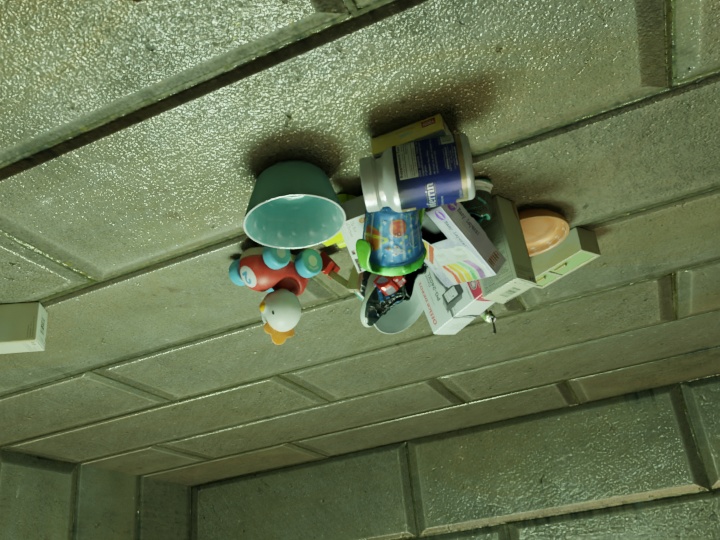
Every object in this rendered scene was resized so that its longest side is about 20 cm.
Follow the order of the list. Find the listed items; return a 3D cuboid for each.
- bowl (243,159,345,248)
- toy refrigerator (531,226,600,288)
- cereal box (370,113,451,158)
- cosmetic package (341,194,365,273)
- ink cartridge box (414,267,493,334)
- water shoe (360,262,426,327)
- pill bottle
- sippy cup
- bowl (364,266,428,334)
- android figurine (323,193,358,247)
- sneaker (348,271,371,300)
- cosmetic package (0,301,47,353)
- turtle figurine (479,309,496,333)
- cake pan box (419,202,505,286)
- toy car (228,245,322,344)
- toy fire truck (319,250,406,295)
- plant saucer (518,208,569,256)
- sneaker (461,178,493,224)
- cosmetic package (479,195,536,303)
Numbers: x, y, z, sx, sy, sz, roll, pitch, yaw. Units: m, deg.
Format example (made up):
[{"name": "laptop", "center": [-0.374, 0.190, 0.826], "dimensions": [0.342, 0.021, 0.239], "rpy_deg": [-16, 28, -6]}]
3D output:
[{"name": "bowl", "center": [-0.128, -0.135, 1.370], "dimensions": [0.194, 0.108, 0.202], "rpy_deg": [-5, 154, -2]}, {"name": "toy refrigerator", "center": [0.496, -0.026, 1.790], "dimensions": [0.074, 0.072, 0.199], "rpy_deg": [10, 150, -32]}, {"name": "cereal box", "center": [0.120, -0.208, 1.362], "dimensions": [0.140, 0.041, 0.200], "rpy_deg": [-17, 151, 18]}, {"name": "cosmetic package", "center": [0.006, -0.074, 1.499], "dimensions": [0.081, 0.052, 0.201], "rpy_deg": [-22, 148, 1]}, {"name": "ink cartridge box", "center": [0.228, 0.037, 1.662], "dimensions": [0.082, 0.148, 0.200], "rpy_deg": [2, 146, -41]}, {"name": "water shoe", "center": [0.073, 0.049, 1.631], "dimensions": [0.203, 0.078, 0.071], "rpy_deg": [-57, 140, -1]}, {"name": "pill bottle", "center": [0.099, -0.167, 1.261], "dimensions": [0.194, 0.119, 0.116], "rpy_deg": [-9, 154, 7]}, {"name": "sippy cup", "center": [0.060, -0.083, 1.369], "dimensions": [0.135, 0.180, 0.133], "rpy_deg": [-1, 125, 2]}, {"name": "bowl", "center": [0.078, 0.045, 1.757], "dimensions": [0.197, 0.090, 0.206], "rpy_deg": [-20, 125, -32]}, {"name": "android figurine", "center": [-0.055, -0.104, 1.530], "dimensions": [0.196, 0.042, 0.181], "rpy_deg": [-18, 152, 25]}, {"name": "sneaker", "center": [0.024, 0.062, 1.850], "dimensions": [0.078, 0.080, 0.199], "rpy_deg": [-7, 155, 32]}, {"name": "cosmetic package", "center": [-0.879, 0.144, 1.750], "dimensions": [0.194, 0.106, 0.074], "rpy_deg": [-4, 154, -8]}, {"name": "turtle figurine", "center": [0.346, 0.053, 1.767], "dimensions": [0.191, 0.148, 0.198], "rpy_deg": [-22, -168, -31]}, {"name": "cake pan box", "center": [0.182, -0.063, 1.500], "dimensions": [0.201, 0.053, 0.183], "rpy_deg": [49, 151, -15]}, {"name": "toy car", "center": [-0.195, 0.061, 1.613], "dimensions": [0.174, 0.206, 0.182], "rpy_deg": [15, 155, -38]}, {"name": "toy fire truck", "center": [0.000, 0.000, 1.627], "dimensions": [0.141, 0.201, 0.049], "rpy_deg": [-42, 144, 3]}, {"name": "plant saucer", "center": [0.388, -0.089, 1.673], "dimensions": [0.194, 0.038, 0.201], "rpy_deg": [-7, 154, -3]}, {"name": "sneaker", "center": [0.208, -0.110, 1.521], "dimensions": [0.076, 0.094, 0.199], "rpy_deg": [10, 149, -30]}, {"name": "cosmetic package", "center": [0.301, -0.045, 1.547], "dimensions": [0.070, 0.205, 0.104], "rpy_deg": [14, 147, -37]}]
